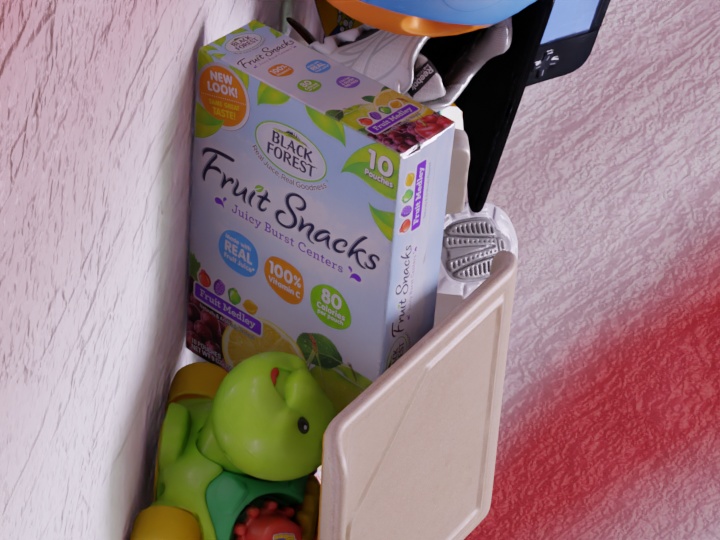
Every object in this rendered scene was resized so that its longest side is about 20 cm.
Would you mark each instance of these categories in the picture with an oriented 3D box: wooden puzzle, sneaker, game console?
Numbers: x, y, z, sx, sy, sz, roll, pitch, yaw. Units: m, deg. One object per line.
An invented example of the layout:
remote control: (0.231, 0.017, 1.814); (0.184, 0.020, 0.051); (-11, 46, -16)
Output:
wooden puzzle: (0.023, 0.106, 1.352); (0.200, 0.037, 0.186); (-46, 150, -44)
sneaker: (0.011, -0.114, 1.561); (0.075, 0.200, 0.081); (45, 9, -35)
sneaker: (0.000, 0.000, 1.657); (0.099, 0.199, 0.078); (-16, -103, 62)
game console: (0.134, -0.160, 1.639); (0.116, 0.175, 0.200); (51, -38, 30)

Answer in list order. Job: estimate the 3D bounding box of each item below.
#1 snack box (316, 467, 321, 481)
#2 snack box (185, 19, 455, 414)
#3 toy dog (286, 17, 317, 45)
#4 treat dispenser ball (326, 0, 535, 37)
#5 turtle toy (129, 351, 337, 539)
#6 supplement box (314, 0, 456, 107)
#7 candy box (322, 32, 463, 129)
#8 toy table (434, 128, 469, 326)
snack box: (-0.042, 0.151, 1.588); (0.116, 0.037, 0.201); (-75, 143, -63)
snack box: (-0.026, -0.016, 1.351); (0.053, 0.142, 0.201); (-34, 141, -41)
toy dog: (-0.031, -0.106, 1.701); (0.200, 0.096, 0.132); (173, -81, -80)
treat dispenser ball: (0.041, -0.237, 1.465); (0.201, 0.200, 0.202); (8, 90, -86)
turtle toy: (-0.064, 0.122, 1.352); (0.146, 0.101, 0.200); (-79, 175, -45)
supplement box: (0.067, -0.211, 1.793); (0.200, 0.109, 0.110); (-42, -123, 48)
candy box: (0.050, -0.213, 1.974); (0.169, 0.077, 0.201); (17, -77, 52)
toy table: (0.001, -0.010, 1.498); (0.200, 0.117, 0.184); (96, -9, -55)
